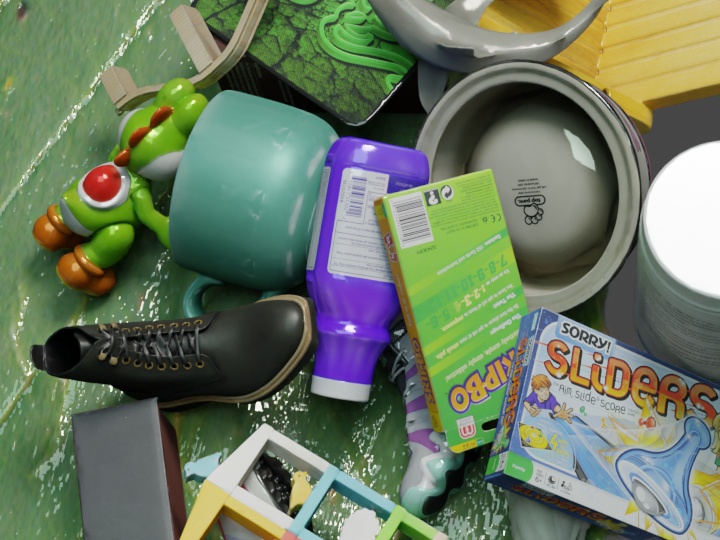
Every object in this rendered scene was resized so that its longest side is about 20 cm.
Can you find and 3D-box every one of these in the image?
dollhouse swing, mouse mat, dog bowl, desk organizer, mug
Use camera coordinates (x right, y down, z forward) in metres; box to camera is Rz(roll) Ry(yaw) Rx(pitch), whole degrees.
[{"bbox_3d":[0.220,-0.237,1.374,0.181,0.176,0.201,23,68,-23],"label":"dollhouse swing"},{"bbox_3d":[-0.026,-0.225,1.397,0.200,0.008,0.161,36,75,19],"label":"mouse mat"},{"bbox_3d":[0.141,-0.066,1.308,0.199,0.074,0.202,6,101,31],"label":"dog bowl"},{"bbox_3d":[-0.173,0.211,1.302,0.071,0.077,0.201,-12,67,3],"label":"desk organizer"},{"bbox_3d":[-0.076,-0.047,1.371,0.114,0.186,0.152,16,38,13],"label":"mug"}]

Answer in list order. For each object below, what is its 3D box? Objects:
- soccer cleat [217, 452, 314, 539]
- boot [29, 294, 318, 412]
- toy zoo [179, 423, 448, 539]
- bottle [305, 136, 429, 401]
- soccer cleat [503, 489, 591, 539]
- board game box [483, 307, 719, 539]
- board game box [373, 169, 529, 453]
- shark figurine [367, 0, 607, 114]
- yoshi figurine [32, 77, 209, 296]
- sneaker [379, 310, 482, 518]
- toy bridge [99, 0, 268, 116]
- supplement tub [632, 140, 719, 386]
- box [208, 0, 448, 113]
[{"bbox_3d":[-0.056,0.241,1.290,0.073,0.068,0.201,-37,70,17],"label":"soccer cleat"},{"bbox_3d":[-0.144,0.061,1.281,0.199,0.138,0.078,-26,61,35],"label":"boot"},{"bbox_3d":[-0.050,0.203,1.250,0.199,0.020,0.131,30,59,8],"label":"toy zoo"},{"bbox_3d":[0.000,0.000,1.294,0.083,0.065,0.201,9,90,-18],"label":"bottle"},{"bbox_3d":[0.140,0.199,1.277,0.077,0.069,0.201,11,64,22],"label":"soccer cleat"},{"bbox_3d":[0.199,0.128,1.257,0.199,0.034,0.136,23,66,-17],"label":"board game box"},{"bbox_3d":[0.081,0.031,1.265,0.095,0.030,0.201,-15,88,-21],"label":"board game box"},{"bbox_3d":[0.108,-0.186,1.308,0.213,0.089,0.129,-3,95,9],"label":"shark figurine"},{"bbox_3d":[-0.181,-0.077,1.399,0.112,0.112,0.200,34,113,-19],"label":"yoshi figurine"},{"bbox_3d":[0.040,0.092,1.331,0.139,0.078,0.201,21,62,17],"label":"sneaker"},{"bbox_3d":[-0.135,-0.190,1.386,0.200,0.027,0.067,-37,70,23],"label":"toy bridge"},{"bbox_3d":[0.275,0.002,1.264,0.131,0.200,0.133,-3,67,6],"label":"supplement tub"},{"bbox_3d":[-0.025,-0.190,1.439,0.199,0.100,0.075,3,68,8],"label":"box"}]
